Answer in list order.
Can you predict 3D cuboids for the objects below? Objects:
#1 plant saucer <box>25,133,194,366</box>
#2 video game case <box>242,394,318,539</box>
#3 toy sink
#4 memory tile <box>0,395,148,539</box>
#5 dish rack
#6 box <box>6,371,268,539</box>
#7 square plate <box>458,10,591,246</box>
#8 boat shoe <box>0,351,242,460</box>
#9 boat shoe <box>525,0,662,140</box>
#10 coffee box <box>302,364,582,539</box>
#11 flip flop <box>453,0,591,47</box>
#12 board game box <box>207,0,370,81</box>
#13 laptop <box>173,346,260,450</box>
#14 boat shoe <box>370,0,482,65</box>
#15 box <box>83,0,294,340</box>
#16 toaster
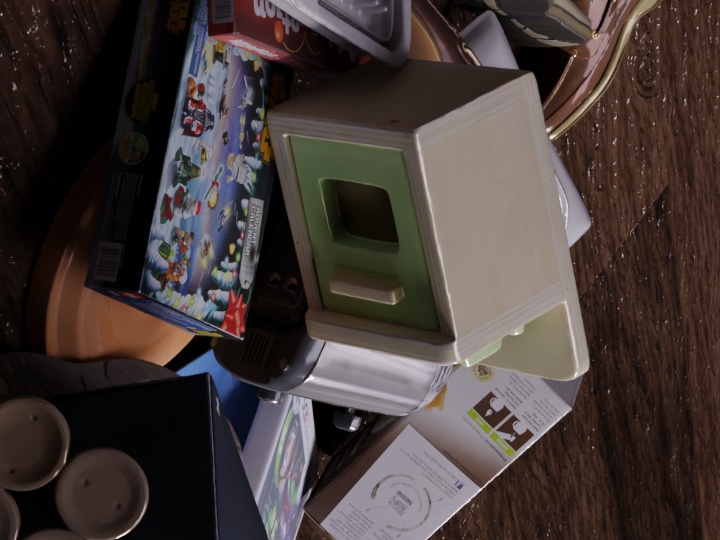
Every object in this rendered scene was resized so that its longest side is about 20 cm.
[{"bbox_3d":[-0.126,-0.010,1.683,0.200,0.032,0.200,-42,149,-34],"label":"plant saucer"},{"bbox_3d":[-0.068,0.177,1.889,0.182,0.023,0.200,85,20,-60],"label":"video game case"},{"bbox_3d":[0.039,-0.013,1.642,0.112,0.130,0.200,-29,117,-37],"label":"toy sink"},{"bbox_3d":[-0.225,0.123,1.452,0.153,0.200,0.017,-60,178,-5],"label":"memory tile"},{"bbox_3d":[-0.024,-0.214,1.594,0.200,0.043,0.172,24,63,-65],"label":"dish rack"},{"bbox_3d":[-0.160,0.169,1.571,0.200,0.198,0.123,75,6,-56],"label":"box"},{"bbox_3d":[0.064,-0.043,1.894,0.200,0.028,0.198,-42,125,-21],"label":"square plate"},{"bbox_3d":[-0.160,0.097,1.650,0.200,0.076,0.072,16,132,-40],"label":"boat shoe"},{"bbox_3d":[0.161,-0.185,2.020,0.068,0.072,0.200,30,97,-32],"label":"boat shoe"},{"bbox_3d":[0.062,0.118,1.984,0.200,0.080,0.114,-44,-176,18],"label":"coffee box"},{"bbox_3d":[0.112,-0.202,1.896,0.200,0.081,0.058,29,68,-65],"label":"flip flop"},{"bbox_3d":[-0.041,-0.172,1.627,0.200,0.019,0.103,12,76,-67],"label":"board game box"},{"bbox_3d":[-0.094,0.162,1.818,0.116,0.200,0.187,-6,131,-12],"label":"laptop"},{"bbox_3d":[0.042,-0.129,1.799,0.200,0.070,0.070,59,36,-35],"label":"boat shoe"},{"bbox_3d":[-0.094,-0.070,1.597,0.137,0.040,0.200,28,70,-64],"label":"box"},{"bbox_3d":[0.000,0.000,1.774,0.129,0.114,0.200,22,85,-38],"label":"toaster"}]
